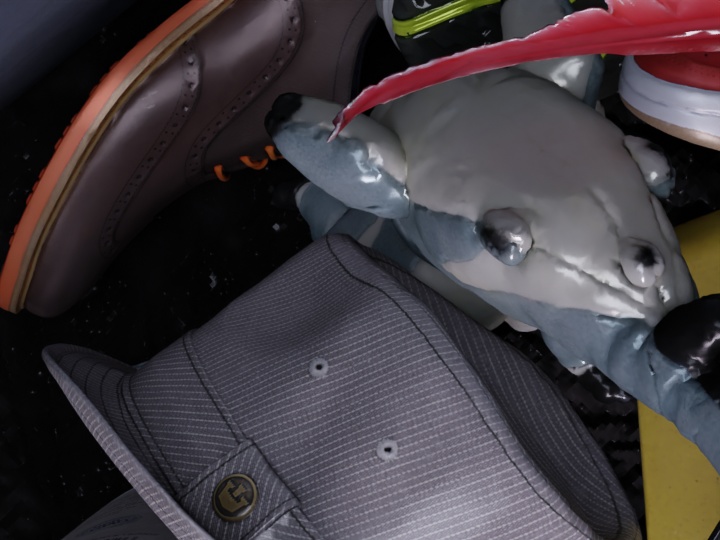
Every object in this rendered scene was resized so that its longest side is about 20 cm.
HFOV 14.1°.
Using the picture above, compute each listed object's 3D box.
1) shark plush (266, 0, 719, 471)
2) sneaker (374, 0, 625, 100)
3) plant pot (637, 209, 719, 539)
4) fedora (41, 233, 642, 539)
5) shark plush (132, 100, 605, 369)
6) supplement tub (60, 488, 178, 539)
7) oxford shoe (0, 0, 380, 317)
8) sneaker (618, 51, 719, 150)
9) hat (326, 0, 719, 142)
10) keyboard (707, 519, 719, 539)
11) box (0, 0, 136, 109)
[{"bbox_3d":[0.064,-0.002,0.786,0.091,0.083,0.200,-36,46,-24],"label":"shark plush"},{"bbox_3d":[0.099,-0.089,0.912,0.199,0.076,0.076,7,112,-20],"label":"sneaker"},{"bbox_3d":[0.183,0.052,0.868,0.176,0.200,0.201,-4,92,20],"label":"plant pot"},{"bbox_3d":[0.009,0.055,0.848,0.090,0.177,0.200,-49,48,8],"label":"fedora"},{"bbox_3d":[0.000,0.000,0.964,0.200,0.091,0.083,-36,65,24],"label":"shark plush"},{"bbox_3d":[-0.057,0.137,0.897,0.132,0.200,0.132,1,94,8],"label":"supplement tub"},{"bbox_3d":[-0.042,-0.054,0.946,0.072,0.071,0.200,39,98,-2],"label":"oxford shoe"},{"bbox_3d":[0.164,-0.099,0.840,0.200,0.071,0.113,-12,127,-31],"label":"sneaker"},{"bbox_3d":[0.137,-0.072,0.780,0.200,0.166,0.176,36,120,-5],"label":"hat"},{"bbox_3d":[0.153,0.040,0.772,0.104,0.040,0.201,17,102,5],"label":"keyboard"},{"bbox_3d":[-0.150,-0.156,0.885,0.124,0.200,0.197,-40,88,11],"label":"box"}]
